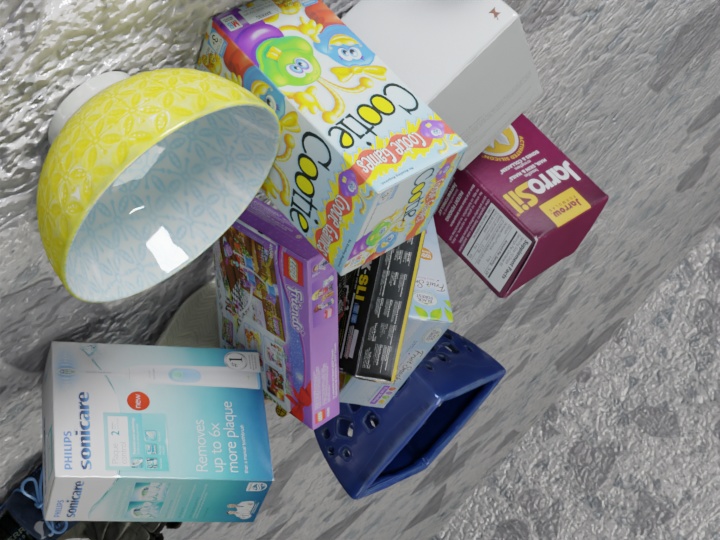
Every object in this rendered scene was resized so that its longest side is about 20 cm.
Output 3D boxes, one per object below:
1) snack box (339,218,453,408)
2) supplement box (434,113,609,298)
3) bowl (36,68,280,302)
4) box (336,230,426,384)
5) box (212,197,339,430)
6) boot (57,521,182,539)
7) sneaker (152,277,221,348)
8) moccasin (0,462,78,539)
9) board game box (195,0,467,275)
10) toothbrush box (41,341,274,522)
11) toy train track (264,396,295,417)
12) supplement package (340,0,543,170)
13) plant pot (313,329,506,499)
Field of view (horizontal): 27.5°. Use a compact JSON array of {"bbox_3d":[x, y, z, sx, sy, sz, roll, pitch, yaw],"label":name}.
[{"bbox_3d":[0.019,0.014,1.532,0.067,0.201,0.169,10,141,-23],"label":"snack box"},{"bbox_3d":[0.141,-0.091,1.575,0.131,0.200,0.103,-30,158,-38],"label":"supplement box"},{"bbox_3d":[-0.168,-0.083,1.092,0.200,0.108,0.200,-38,160,-16],"label":"bowl"},{"bbox_3d":[0.000,0.000,1.439,0.049,0.160,0.201,12,89,-28],"label":"box"},{"bbox_3d":[-0.080,0.037,1.391,0.039,0.137,0.201,-29,135,-34],"label":"box"},{"bbox_3d":[-0.289,0.284,1.604,0.200,0.131,0.068,-46,161,7],"label":"boot"},{"bbox_3d":[-0.178,0.081,1.513,0.200,0.075,0.085,-46,-175,-12],"label":"sneaker"},{"bbox_3d":[-0.332,0.256,1.525,0.200,0.080,0.068,-51,172,18],"label":"moccasin"},{"bbox_3d":[-0.031,-0.114,1.165,0.103,0.200,0.105,-29,157,-37],"label":"board game box"},{"bbox_3d":[-0.191,0.150,1.364,0.199,0.147,0.085,4,141,-17],"label":"toothbrush box"},{"bbox_3d":[-0.108,0.144,1.521,0.199,0.033,0.115,-17,-178,29],"label":"toy train track"},{"bbox_3d":[0.078,-0.194,1.350,0.117,0.117,0.200,-43,162,1],"label":"supplement package"},{"bbox_3d":[0.038,0.153,1.922,0.200,0.180,0.200,-52,160,25],"label":"plant pot"}]
